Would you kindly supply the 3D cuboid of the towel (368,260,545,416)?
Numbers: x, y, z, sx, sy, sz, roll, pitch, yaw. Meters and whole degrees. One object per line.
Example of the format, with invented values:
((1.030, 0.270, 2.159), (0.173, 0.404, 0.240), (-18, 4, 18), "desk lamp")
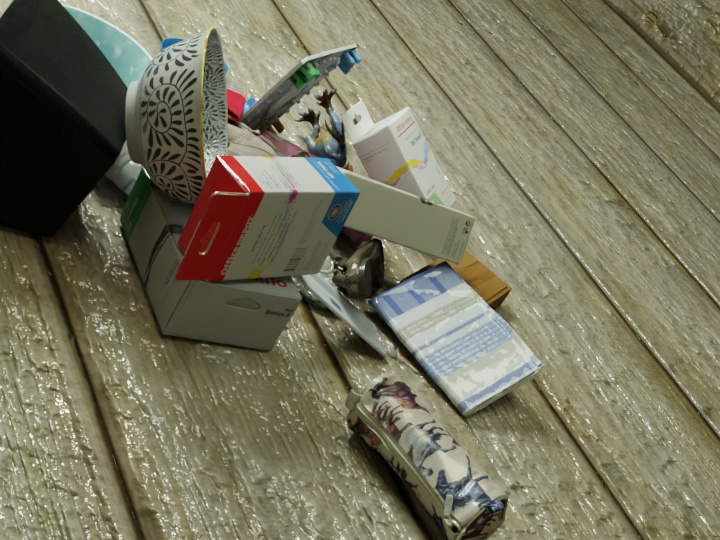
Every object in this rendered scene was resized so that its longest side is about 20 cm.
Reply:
((0.121, 0.084, 1.469), (0.146, 0.024, 0.200), (-25, 62, -34), "towel")

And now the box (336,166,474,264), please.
((0.043, -0.073, 1.521), (0.198, 0.069, 0.082), (18, 5, -24), "box")

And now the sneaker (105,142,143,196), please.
((-0.245, -0.127, 1.450), (0.087, 0.074, 0.200), (52, 32, 1), "sneaker")

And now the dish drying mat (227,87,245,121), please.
((-0.188, -0.229, 1.534), (0.076, 0.018, 0.200), (27, 10, -10), "dish drying mat")

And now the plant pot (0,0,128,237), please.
((-0.355, -0.158, 1.252), (0.177, 0.200, 0.201), (36, 25, -19), "plant pot")

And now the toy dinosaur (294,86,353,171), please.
((-0.033, -0.177, 1.717), (0.199, 0.105, 0.183), (12, 51, -52), "toy dinosaur")

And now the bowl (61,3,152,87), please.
((-0.360, -0.235, 1.444), (0.199, 0.106, 0.202), (25, 28, -14), "bowl")

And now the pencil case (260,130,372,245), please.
((-0.064, -0.111, 1.579), (0.198, 0.087, 0.083), (27, -15, -12), "pencil case")

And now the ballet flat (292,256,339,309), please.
((-0.084, -0.039, 1.459), (0.071, 0.072, 0.200), (-5, 46, -49), "ballet flat")

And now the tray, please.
((0.129, 0.030, 1.600), (0.098, 0.037, 0.200), (40, 29, 14), "tray")

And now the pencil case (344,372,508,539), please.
((0.067, 0.198, 1.221), (0.200, 0.078, 0.089), (47, 16, 24), "pencil case")

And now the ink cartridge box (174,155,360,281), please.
((-0.109, -0.055, 1.215), (0.199, 0.117, 0.067), (-3, 42, -45), "ink cartridge box")

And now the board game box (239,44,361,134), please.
((-0.102, -0.228, 1.595), (0.026, 0.199, 0.200), (52, 25, -1), "board game box")

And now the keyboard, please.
((-0.032, 0.036, 1.365), (0.200, 0.011, 0.057), (43, 19, -39), "keyboard")

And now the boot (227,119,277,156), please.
((-0.191, -0.165, 1.434), (0.199, 0.071, 0.146), (34, 19, -5), "boot")

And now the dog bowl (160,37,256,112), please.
((-0.226, -0.259, 1.682), (0.111, 0.050, 0.201), (0, 42, -45), "dog bowl")

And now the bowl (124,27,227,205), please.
((-0.201, -0.161, 1.263), (0.093, 0.203, 0.202), (0, 32, 0), "bowl")

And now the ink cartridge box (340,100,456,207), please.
((0.057, -0.162, 1.702), (0.201, 0.067, 0.117), (61, 26, -11), "ink cartridge box")

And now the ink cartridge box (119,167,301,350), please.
((-0.171, -0.014, 1.306), (0.145, 0.084, 0.201), (12, 34, -36), "ink cartridge box")

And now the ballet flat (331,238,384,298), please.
((0.000, 0.000, 1.468), (0.046, 0.068, 0.200), (-4, 9, 10), "ballet flat")
